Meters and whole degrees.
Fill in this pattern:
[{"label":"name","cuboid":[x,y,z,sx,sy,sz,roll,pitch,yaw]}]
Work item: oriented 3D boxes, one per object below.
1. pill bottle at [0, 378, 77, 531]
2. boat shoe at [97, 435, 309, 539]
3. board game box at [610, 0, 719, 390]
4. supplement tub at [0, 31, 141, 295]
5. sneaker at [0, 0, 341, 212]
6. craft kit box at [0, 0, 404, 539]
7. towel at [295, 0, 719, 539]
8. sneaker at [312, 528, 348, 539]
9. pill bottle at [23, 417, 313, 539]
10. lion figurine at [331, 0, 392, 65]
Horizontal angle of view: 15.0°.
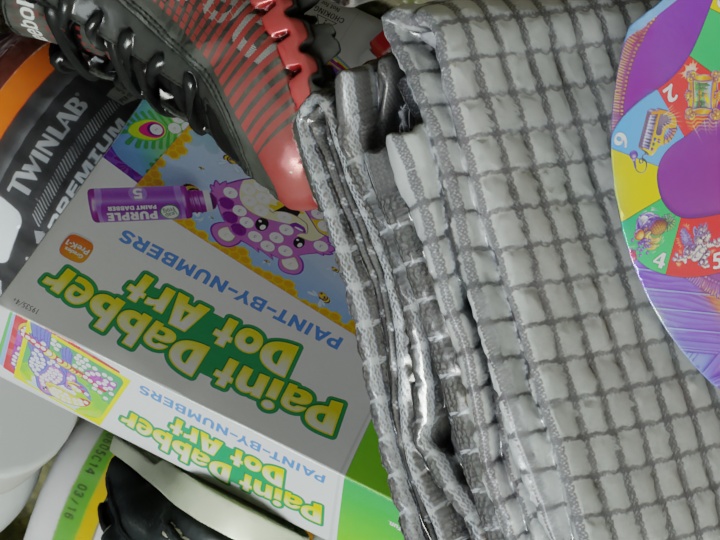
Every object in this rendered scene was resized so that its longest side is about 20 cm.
[{"label":"pill bottle","cuboid":[-0.197,0.073,1.159,0.114,0.115,0.200,44,144,-8]},{"label":"boat shoe","cuboid":[-0.066,0.107,1.010,0.074,0.066,0.199,27,175,-15]},{"label":"board game box","cuboid":[0.174,-0.045,0.843,0.159,0.200,0.039,56,166,-16]},{"label":"supplement tub","cuboid":[-0.100,-0.025,1.065,0.199,0.107,0.107,30,132,10]},{"label":"sneaker","cuboid":[-0.069,-0.088,0.956,0.201,0.097,0.071,58,169,29]},{"label":"craft kit box","cuboid":[0.000,0.000,0.974,0.199,0.198,0.049,25,144,7]},{"label":"towel","cuboid":[0.074,0.010,0.885,0.085,0.165,0.201,-23,83,48]},{"label":"sneaker","cuboid":[0.058,0.121,1.006,0.075,0.199,0.105,51,132,34]},{"label":"pill bottle","cuboid":[-0.035,0.136,1.150,0.199,0.111,0.112,20,130,12]},{"label":"lion figurine","cuboid":[0.047,-0.139,0.908,0.072,0.123,0.200,38,155,3]}]
